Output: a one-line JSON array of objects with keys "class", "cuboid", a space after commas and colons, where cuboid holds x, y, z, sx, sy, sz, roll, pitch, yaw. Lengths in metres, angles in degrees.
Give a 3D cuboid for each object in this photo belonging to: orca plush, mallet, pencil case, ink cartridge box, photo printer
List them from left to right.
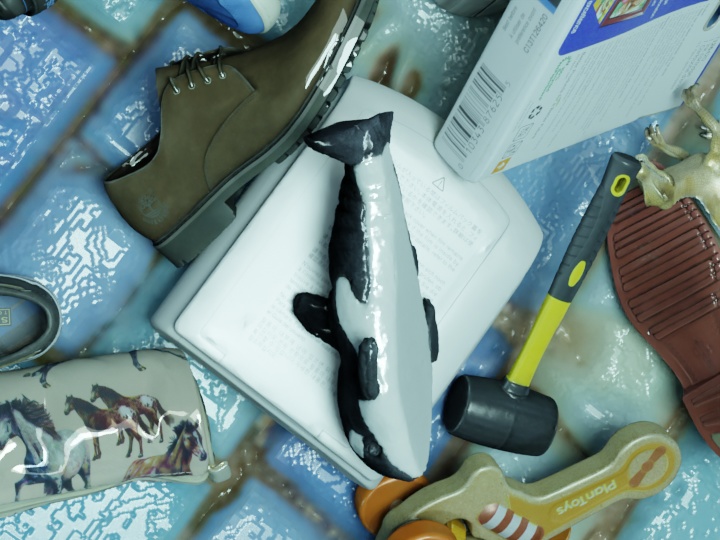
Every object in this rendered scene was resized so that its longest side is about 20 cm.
[{"class": "pencil case", "cuboid": [-0.175, 0.097, 0.958, 0.199, 0.078, 0.090, -10, 76, -15]}, {"class": "orca plush", "cuboid": [-0.011, 0.018, 0.933, 0.071, 0.105, 0.201, -2, 120, 21]}, {"class": "photo printer", "cuboid": [0.000, 0.000, 1.010, 0.166, 0.069, 0.200, 38, 81, -13]}, {"class": "mallet", "cuboid": [0.123, 0.025, 1.022, 0.066, 0.041, 0.200, 23, 111, -21]}, {"class": "ink cartridge box", "cuboid": [0.154, -0.152, 0.978, 0.200, 0.198, 0.047, -25, 62, -42]}]

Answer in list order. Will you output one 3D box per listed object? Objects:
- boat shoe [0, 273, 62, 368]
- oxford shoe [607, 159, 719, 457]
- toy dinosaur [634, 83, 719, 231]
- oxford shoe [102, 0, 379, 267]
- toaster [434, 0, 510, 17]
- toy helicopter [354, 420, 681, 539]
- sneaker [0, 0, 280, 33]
[{"class": "boat shoe", "cuboid": [-0.260, 0.036, 0.941, 0.199, 0.066, 0.070, -2, 91, -15]}, {"class": "oxford shoe", "cuboid": [0.214, 0.024, 1.081, 0.075, 0.070, 0.201, -16, 82, -58]}, {"class": "toy dinosaur", "cuboid": [0.242, -0.056, 1.059, 0.199, 0.058, 0.101, 7, 59, -19]}, {"class": "oxford shoe", "cuboid": [-0.069, -0.095, 0.955, 0.084, 0.073, 0.200, 40, 106, -14]}, {"class": "toaster", "cuboid": [0.085, -0.248, 1.000, 0.113, 0.129, 0.201, -14, 94, -15]}, {"class": "toy helicopter", "cuboid": [0.102, 0.155, 1.033, 0.199, 0.079, 0.133, -26, 120, -2]}, {"class": "sneaker", "cuboid": [-0.150, -0.167, 0.962, 0.200, 0.077, 0.111, 36, 76, -8]}]
